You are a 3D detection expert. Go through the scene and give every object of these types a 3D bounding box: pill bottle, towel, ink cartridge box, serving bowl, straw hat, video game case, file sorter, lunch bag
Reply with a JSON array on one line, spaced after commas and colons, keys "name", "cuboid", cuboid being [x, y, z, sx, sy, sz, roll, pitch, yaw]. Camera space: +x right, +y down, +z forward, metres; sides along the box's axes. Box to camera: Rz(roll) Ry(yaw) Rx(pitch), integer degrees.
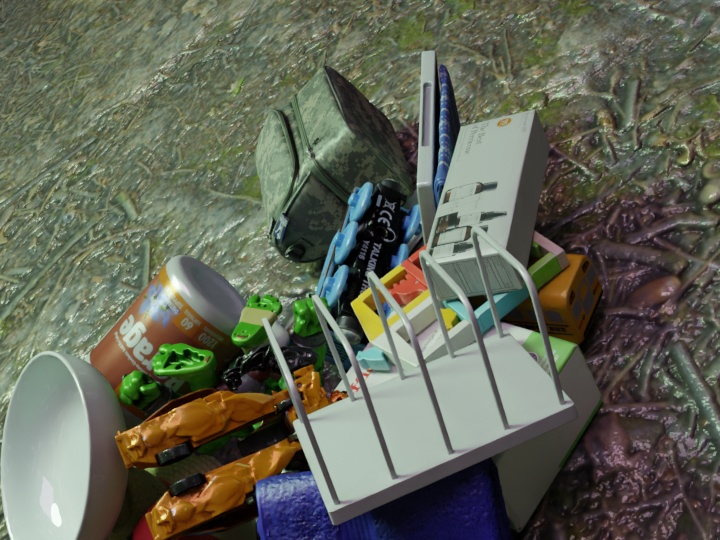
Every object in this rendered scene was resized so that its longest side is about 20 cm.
[{"name": "pill bottle", "cuboid": [-0.206, 0.092, 1.096, 0.200, 0.112, 0.112, -48, 36, 11]}, {"name": "towel", "cuboid": [0.020, 0.221, 0.852, 0.198, 0.149, 0.050, -13, 9, 14]}, {"name": "ink cartridge box", "cuboid": [0.088, 0.119, 0.966, 0.199, 0.084, 0.146, 16, 59, 45]}, {"name": "serving bowl", "cuboid": [-0.266, 0.176, 1.010, 0.199, 0.065, 0.203, -10, 77, 51]}, {"name": "straw hat", "cuboid": [-0.227, 0.237, 1.075, 0.199, 0.085, 0.202, -20, 41, 19]}, {"name": "video game case", "cuboid": [0.077, -0.114, 1.161, 0.018, 0.144, 0.201, -2, 50, 9]}, {"name": "towel", "cuboid": [0.094, -0.101, 1.145, 0.024, 0.146, 0.201, -6, 43, 11]}, {"name": "file sorter", "cuboid": [0.036, 0.071, 0.834, 0.198, 0.126, 0.139, -23, 24, -6]}, {"name": "lunch bag", "cuboid": [-0.046, -0.117, 1.281, 0.168, 0.139, 0.201, -42, 35, 17]}]

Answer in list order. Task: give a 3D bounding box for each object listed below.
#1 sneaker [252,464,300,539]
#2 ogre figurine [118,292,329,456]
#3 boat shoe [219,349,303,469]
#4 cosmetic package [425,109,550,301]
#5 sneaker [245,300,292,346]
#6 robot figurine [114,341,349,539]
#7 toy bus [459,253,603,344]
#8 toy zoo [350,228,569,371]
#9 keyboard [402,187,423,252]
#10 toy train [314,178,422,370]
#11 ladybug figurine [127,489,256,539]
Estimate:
[{"name": "sneaker", "cuboid": [-0.061, 0.235, 0.970, 0.091, 0.067, 0.199, -45, 41, -17]}, {"name": "ogre figurine", "cuboid": [-0.113, 0.106, 1.019, 0.199, 0.121, 0.098, -35, 39, -21]}, {"name": "boat shoe", "cuboid": [-0.104, 0.145, 1.115, 0.073, 0.064, 0.200, -37, 43, -22]}, {"name": "cosmetic package", "cuboid": [0.119, -0.064, 1.005, 0.082, 0.051, 0.201, -8, 41, 26]}, {"name": "sneaker", "cuboid": [-0.150, 0.055, 1.222, 0.072, 0.073, 0.199, -46, 40, -17]}, {"name": "robot figurine", "cuboid": [-0.100, 0.149, 0.937, 0.198, 0.058, 0.146, -21, 76, -16]}, {"name": "toy bus", "cuboid": [0.127, 0.027, 1.039, 0.198, 0.079, 0.065, 3, 51, 38]}, {"name": "toy zoo", "cuboid": [0.076, 0.022, 0.994, 0.199, 0.021, 0.131, -37, 36, -8]}, {"name": "keyboard", "cuboid": [0.030, -0.019, 1.218, 0.056, 0.011, 0.200, 12, 58, 50]}, {"name": "toy train", "cuboid": [0.000, 0.000, 1.123, 0.114, 0.086, 0.201, 129, 160, -54]}, {"name": "ladybug figurine", "cuboid": [-0.167, 0.277, 0.964, 0.135, 0.072, 0.202, 13, 78, 35]}]
